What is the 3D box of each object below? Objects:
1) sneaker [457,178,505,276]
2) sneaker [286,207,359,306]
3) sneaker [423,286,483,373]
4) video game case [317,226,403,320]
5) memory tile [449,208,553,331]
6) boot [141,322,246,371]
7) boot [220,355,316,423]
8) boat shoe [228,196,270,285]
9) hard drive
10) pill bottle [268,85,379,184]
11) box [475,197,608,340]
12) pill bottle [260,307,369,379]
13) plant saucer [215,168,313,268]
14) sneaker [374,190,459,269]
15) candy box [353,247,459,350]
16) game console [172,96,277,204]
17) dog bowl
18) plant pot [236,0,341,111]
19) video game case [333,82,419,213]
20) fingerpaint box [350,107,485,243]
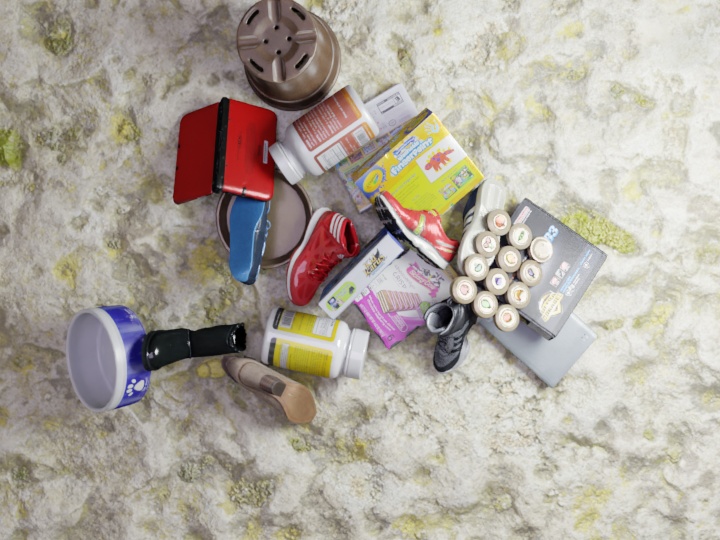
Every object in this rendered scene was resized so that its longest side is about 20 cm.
[{"bbox_3d":[0.223,-0.074,1.682,0.074,0.084,0.202,25,70,-13],"label":"sneaker"},{"bbox_3d":[-0.072,-0.017,1.702,0.078,0.115,0.203,12,96,-41],"label":"sneaker"},{"bbox_3d":[0.161,0.119,1.676,0.075,0.113,0.202,45,126,35],"label":"sneaker"},{"bbox_3d":[0.000,0.000,1.661,0.181,0.200,0.045,-44,95,5],"label":"video game case"},{"bbox_3d":[0.265,-0.001,1.628,0.152,0.017,0.202,33,75,-12],"label":"memory tile"},{"bbox_3d":[-0.316,0.144,1.697,0.160,0.198,0.075,-4,94,11],"label":"boot"},{"bbox_3d":[-0.185,0.228,1.740,0.145,0.200,0.071,21,70,36],"label":"boot"},{"bbox_3d":[-0.221,-0.069,1.709,0.083,0.069,0.203,6,71,17],"label":"boat shoe"},{"bbox_3d":[0.347,0.113,1.728,0.200,0.033,0.140,41,95,1],"label":"hard drive"},{"bbox_3d":[-0.072,-0.255,1.676,0.199,0.112,0.113,-33,90,4],"label":"pill bottle"},{"bbox_3d":[0.340,-0.003,1.687,0.198,0.050,0.201,36,79,4],"label":"box"},{"bbox_3d":[-0.087,0.147,1.719,0.197,0.114,0.116,12,94,3],"label":"pill bottle"},{"bbox_3d":[-0.191,-0.105,1.756,0.197,0.029,0.203,0,93,3],"label":"plant saucer"},{"bbox_3d":[0.107,-0.089,1.651,0.200,0.077,0.085,42,80,-21],"label":"sneaker"},{"bbox_3d":[0.094,0.042,1.728,0.199,0.061,0.137,-38,89,4],"label":"candy box"},{"bbox_3d":[-0.265,-0.223,1.725,0.170,0.118,0.203,11,66,-25],"label":"game console"},{"bbox_3d":[-0.494,0.170,1.712,0.199,0.078,0.203,8,101,44],"label":"dog bowl"},{"bbox_3d":[-0.144,-0.415,1.653,0.197,0.198,0.203,0,93,5],"label":"plant pot"},{"bbox_3d":[0.040,-0.242,1.737,0.198,0.023,0.184,-29,90,4],"label":"video game case"},{"bbox_3d":[0.109,-0.182,1.685,0.200,0.073,0.167,-41,108,7],"label":"fingerpaint box"}]
